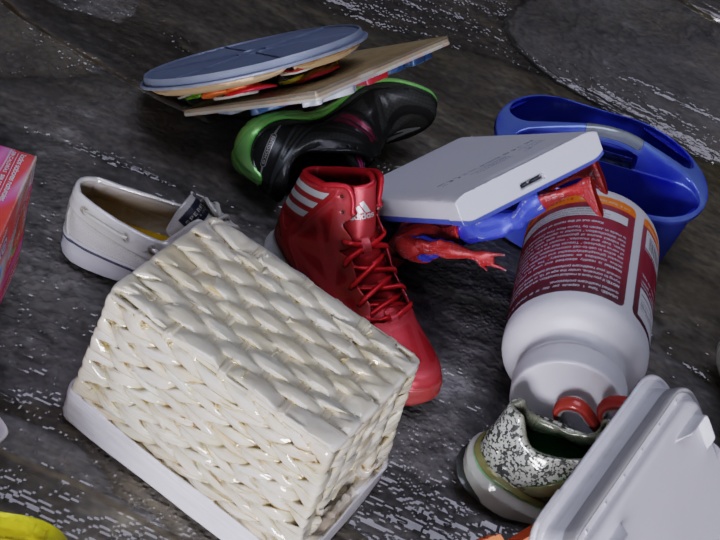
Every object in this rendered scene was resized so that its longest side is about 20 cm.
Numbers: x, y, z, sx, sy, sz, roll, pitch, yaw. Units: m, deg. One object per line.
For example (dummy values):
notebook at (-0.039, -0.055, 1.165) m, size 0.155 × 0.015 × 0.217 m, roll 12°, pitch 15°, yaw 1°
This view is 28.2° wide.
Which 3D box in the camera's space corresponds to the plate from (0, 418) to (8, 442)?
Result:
plate at (-0.356, 0.085, 0.888) m, size 0.200 × 0.032 × 0.199 m, roll 42°, pitch 45°, yaw 22°

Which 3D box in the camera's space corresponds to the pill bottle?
pill bottle at (0.170, 0.036, 1.108) m, size 0.112 × 0.114 × 0.201 m, roll 21°, pitch 41°, yaw -1°

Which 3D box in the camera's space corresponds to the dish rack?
dish rack at (0.185, 0.177, 0.874) m, size 0.200 × 0.043 × 0.173 m, roll -43°, pitch 115°, yaw -44°

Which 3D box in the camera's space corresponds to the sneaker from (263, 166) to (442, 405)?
sneaker at (0.000, 0.000, 1.070) m, size 0.078 × 0.116 × 0.200 m, roll -22°, pitch 55°, yaw -38°

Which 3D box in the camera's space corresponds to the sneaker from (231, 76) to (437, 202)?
sneaker at (-0.014, -0.104, 1.218) m, size 0.199 × 0.077 × 0.084 m, roll -23°, pitch 62°, yaw -27°

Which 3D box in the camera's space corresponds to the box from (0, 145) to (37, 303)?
box at (-0.280, 0.009, 0.901) m, size 0.094 × 0.103 × 0.201 m, roll 16°, pitch 39°, yaw -6°

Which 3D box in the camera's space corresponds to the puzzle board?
puzzle board at (-0.035, -0.164, 1.236) m, size 0.150 × 0.018 × 0.199 m, roll -3°, pitch 18°, yaw 38°

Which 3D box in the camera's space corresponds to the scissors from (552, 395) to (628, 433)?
scissors at (0.218, 0.149, 1.045) m, size 0.200 × 0.073 × 0.014 m, roll 43°, pitch 48°, yaw -29°

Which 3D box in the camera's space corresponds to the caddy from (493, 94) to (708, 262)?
caddy at (0.204, -0.084, 1.256) m, size 0.198 × 0.106 × 0.142 m, roll 15°, pitch 42°, yaw -8°

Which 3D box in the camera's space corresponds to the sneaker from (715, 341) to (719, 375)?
sneaker at (0.316, 0.125, 1.114) m, size 0.080 × 0.076 × 0.201 m, roll -3°, pitch 46°, yaw -14°

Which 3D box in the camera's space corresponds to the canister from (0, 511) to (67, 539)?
canister at (-0.234, 0.229, 0.746) m, size 0.147 × 0.087 × 0.201 m, roll 10°, pitch 44°, yaw -14°

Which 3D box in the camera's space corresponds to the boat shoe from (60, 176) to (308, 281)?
boat shoe at (-0.125, -0.020, 1.057) m, size 0.198 × 0.070 × 0.071 m, roll 20°, pitch 34°, yaw 7°

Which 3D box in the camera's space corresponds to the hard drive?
hard drive at (0.084, -0.073, 1.133) m, size 0.131 × 0.026 × 0.200 m, roll -27°, pitch 14°, yaw -20°

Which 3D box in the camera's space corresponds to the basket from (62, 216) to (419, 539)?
basket at (-0.077, 0.077, 0.947) m, size 0.199 × 0.124 × 0.135 m, roll 33°, pitch 41°, yaw 14°

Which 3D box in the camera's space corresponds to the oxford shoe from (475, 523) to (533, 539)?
oxford shoe at (0.130, 0.198, 0.940) m, size 0.198 × 0.071 × 0.074 m, roll -16°, pitch 78°, yaw -11°

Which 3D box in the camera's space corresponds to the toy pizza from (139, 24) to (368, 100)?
toy pizza at (-0.088, -0.171, 1.215) m, size 0.198 × 0.032 × 0.200 m, roll -12°, pitch 16°, yaw 3°

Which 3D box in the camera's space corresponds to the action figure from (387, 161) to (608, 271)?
action figure at (0.095, -0.035, 1.126) m, size 0.198 × 0.052 × 0.066 m, roll -15°, pitch 28°, yaw 22°

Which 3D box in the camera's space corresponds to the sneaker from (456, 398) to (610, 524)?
sneaker at (0.170, 0.149, 1.005) m, size 0.198 × 0.089 × 0.077 m, roll 20°, pitch 40°, yaw -3°
